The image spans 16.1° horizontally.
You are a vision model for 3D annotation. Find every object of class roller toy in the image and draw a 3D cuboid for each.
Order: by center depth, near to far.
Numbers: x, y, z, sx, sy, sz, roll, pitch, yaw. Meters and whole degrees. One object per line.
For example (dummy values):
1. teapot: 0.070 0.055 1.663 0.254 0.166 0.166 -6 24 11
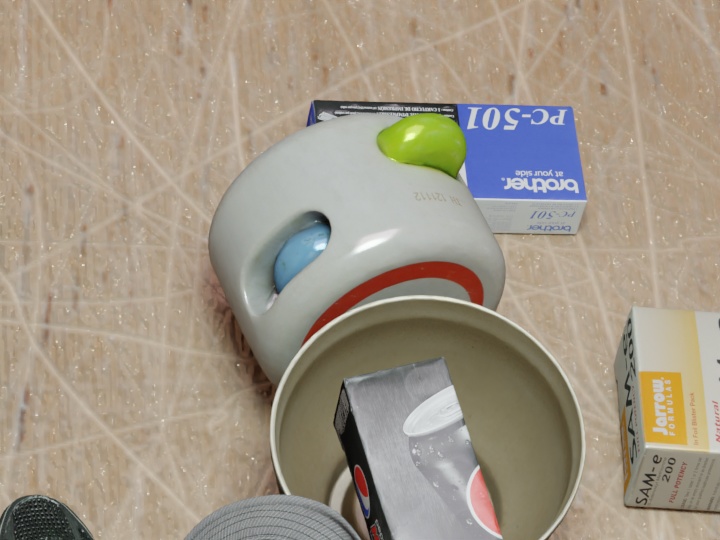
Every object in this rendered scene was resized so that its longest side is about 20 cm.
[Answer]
1. roller toy: 0.000 0.000 1.736 0.182 0.200 0.140 -20 56 -12

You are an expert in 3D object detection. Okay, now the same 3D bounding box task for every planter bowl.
1. planter bowl: 0.038 0.136 1.656 0.200 0.135 0.200 2 59 -4

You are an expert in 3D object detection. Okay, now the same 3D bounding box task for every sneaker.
1. sneaker: -0.176 0.217 1.594 0.080 0.086 0.200 -13 54 -21

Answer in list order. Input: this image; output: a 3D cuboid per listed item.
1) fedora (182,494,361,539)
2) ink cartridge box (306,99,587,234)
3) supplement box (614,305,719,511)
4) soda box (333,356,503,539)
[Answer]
1. fedora: -0.070 0.238 1.529 0.177 0.090 0.200 -6 87 28
2. ink cartridge box: 0.062 -0.077 1.894 0.200 0.044 0.094 1 53 -9
3. supplement box: 0.282 0.100 1.770 0.200 0.074 0.126 4 51 -6
4. soda box: 0.044 0.157 1.531 0.071 0.063 0.200 -12 63 -11
